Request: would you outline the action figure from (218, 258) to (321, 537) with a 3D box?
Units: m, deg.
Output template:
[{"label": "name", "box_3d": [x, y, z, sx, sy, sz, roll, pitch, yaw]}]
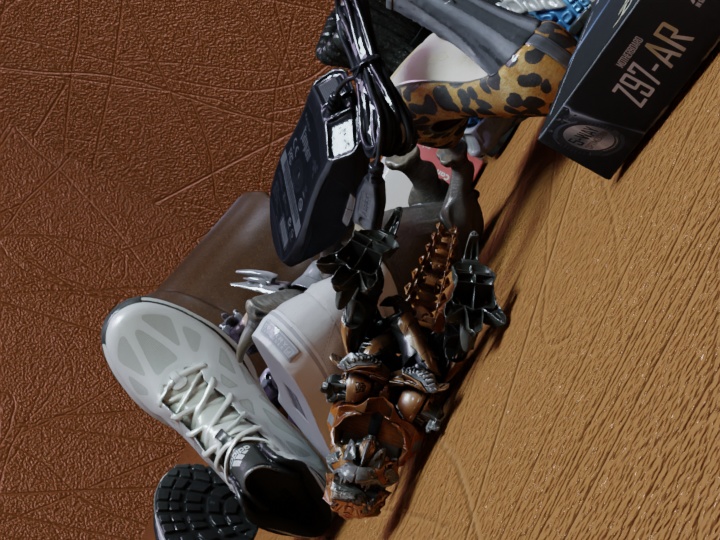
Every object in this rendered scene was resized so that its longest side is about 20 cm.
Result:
[{"label": "action figure", "box_3d": [-0.048, 0.080, 1.499, 0.069, 0.130, 0.201, -3, -70, -61]}]

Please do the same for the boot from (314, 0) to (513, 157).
[{"label": "boot", "box_3d": [0.045, -0.159, 1.640, 0.080, 0.157, 0.211, -61, 5, 2]}]

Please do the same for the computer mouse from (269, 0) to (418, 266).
[{"label": "computer mouse", "box_3d": [-0.004, -0.056, 1.288, 0.200, 0.046, 0.141, 111, 152, -44]}]

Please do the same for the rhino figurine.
[{"label": "rhino figurine", "box_3d": [0.000, 0.000, 1.396, 0.200, 0.088, 0.060, -38, 40, -12]}]

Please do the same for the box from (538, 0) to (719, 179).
[{"label": "box", "box_3d": [0.164, -0.164, 1.055, 0.160, 0.043, 0.200, -57, 6, 51]}]

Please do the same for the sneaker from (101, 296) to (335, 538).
[{"label": "sneaker", "box_3d": [-0.084, 0.094, 1.380, 0.076, 0.200, 0.115, -46, 7, -4]}]

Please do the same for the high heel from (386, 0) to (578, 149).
[{"label": "high heel", "box_3d": [0.085, -0.095, 1.275, 0.072, 0.142, 0.200, -53, -18, -16]}]

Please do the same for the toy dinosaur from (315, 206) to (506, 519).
[{"label": "toy dinosaur", "box_3d": [0.018, 0.043, 1.208, 0.136, 0.102, 0.201, 100, 168, -45]}]

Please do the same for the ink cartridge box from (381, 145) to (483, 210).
[{"label": "ink cartridge box", "box_3d": [0.015, -0.013, 1.672, 0.201, 0.067, 0.116, -62, 4, 0]}]

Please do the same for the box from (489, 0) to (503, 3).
[{"label": "box", "box_3d": [0.143, -0.227, 1.458, 0.160, 0.043, 0.200, -55, 1, -21]}]

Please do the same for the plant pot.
[{"label": "plant pot", "box_3d": [-0.111, 0.043, 2.083, 0.199, 0.200, 0.200, -55, 1, -25]}]

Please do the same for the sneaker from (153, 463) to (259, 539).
[{"label": "sneaker", "box_3d": [-0.111, 0.216, 1.427, 0.200, 0.075, 0.088, -102, 30, -53]}]

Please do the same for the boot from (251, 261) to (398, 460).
[{"label": "boot", "box_3d": [-0.002, 0.060, 1.334, 0.095, 0.074, 0.200, -39, -23, -11]}]

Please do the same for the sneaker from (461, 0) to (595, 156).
[{"label": "sneaker", "box_3d": [0.116, -0.141, 1.343, 0.087, 0.075, 0.200, -34, 3, -26]}]
